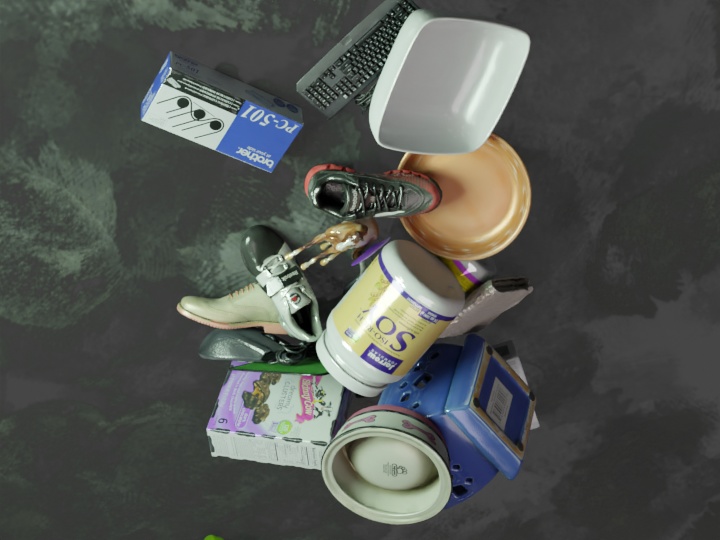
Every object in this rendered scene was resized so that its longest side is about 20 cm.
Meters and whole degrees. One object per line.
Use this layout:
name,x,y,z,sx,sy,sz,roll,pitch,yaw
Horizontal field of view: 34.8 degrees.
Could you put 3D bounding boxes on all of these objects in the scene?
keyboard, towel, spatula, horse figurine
keyboard,0.015,-0.274,1.541,0.200,0.040,0.104,-39,126,24
towel,0.193,0.058,1.796,0.132,0.035,0.200,-40,165,22
spatula,0.000,0.000,1.736,0.056,0.021,0.200,-41,171,-25
horse figurine,-0.021,-0.044,1.677,0.132,0.050,0.200,-28,174,23

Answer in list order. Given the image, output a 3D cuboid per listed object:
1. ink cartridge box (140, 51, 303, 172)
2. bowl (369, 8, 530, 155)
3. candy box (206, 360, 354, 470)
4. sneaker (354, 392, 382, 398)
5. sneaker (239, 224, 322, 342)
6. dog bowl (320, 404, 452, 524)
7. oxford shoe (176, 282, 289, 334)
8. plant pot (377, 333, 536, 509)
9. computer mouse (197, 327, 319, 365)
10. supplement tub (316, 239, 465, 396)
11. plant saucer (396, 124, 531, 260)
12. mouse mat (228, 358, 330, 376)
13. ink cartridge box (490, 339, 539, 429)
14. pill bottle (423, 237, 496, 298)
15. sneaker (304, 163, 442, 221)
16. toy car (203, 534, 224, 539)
ink cartridge box,-0.186,-0.212,1.555,0.199,0.044,0.094,21,126,-26
bowl,0.108,-0.255,1.522,0.199,0.075,0.201,1,126,-34
candy box,-0.123,0.222,1.827,0.199,0.168,0.072,5,133,11
sneaker,-0.017,0.147,1.884,0.099,0.070,0.200,-22,130,13
sneaker,-0.108,0.021,1.718,0.074,0.088,0.201,-35,112,-13
dog bowl,0.045,0.286,1.724,0.199,0.074,0.201,7,126,10
oxford shoe,-0.183,0.049,1.780,0.199,0.071,0.074,5,109,-21
plant pot,0.158,0.230,1.817,0.179,0.201,0.200,-25,118,37
computer mouse,-0.163,0.112,1.803,0.199,0.138,0.053,1,94,22
supplement tub,0.041,0.071,1.673,0.145,0.146,0.200,26,115,-29
plant saucer,0.148,-0.114,1.659,0.199,0.037,0.201,4,110,11
mouse mat,-0.086,0.144,1.758,0.160,0.008,0.200,1,-178,28
ink cartridge box,0.214,0.221,2.007,0.162,0.057,0.200,-18,136,6
pill bottle,0.105,0.025,1.775,0.200,0.105,0.104,-39,126,22
sneaker,0.016,-0.104,1.619,0.199,0.098,0.071,6,108,4
toy car,-0.239,0.629,2.176,0.164,0.201,0.158,23,123,-27
